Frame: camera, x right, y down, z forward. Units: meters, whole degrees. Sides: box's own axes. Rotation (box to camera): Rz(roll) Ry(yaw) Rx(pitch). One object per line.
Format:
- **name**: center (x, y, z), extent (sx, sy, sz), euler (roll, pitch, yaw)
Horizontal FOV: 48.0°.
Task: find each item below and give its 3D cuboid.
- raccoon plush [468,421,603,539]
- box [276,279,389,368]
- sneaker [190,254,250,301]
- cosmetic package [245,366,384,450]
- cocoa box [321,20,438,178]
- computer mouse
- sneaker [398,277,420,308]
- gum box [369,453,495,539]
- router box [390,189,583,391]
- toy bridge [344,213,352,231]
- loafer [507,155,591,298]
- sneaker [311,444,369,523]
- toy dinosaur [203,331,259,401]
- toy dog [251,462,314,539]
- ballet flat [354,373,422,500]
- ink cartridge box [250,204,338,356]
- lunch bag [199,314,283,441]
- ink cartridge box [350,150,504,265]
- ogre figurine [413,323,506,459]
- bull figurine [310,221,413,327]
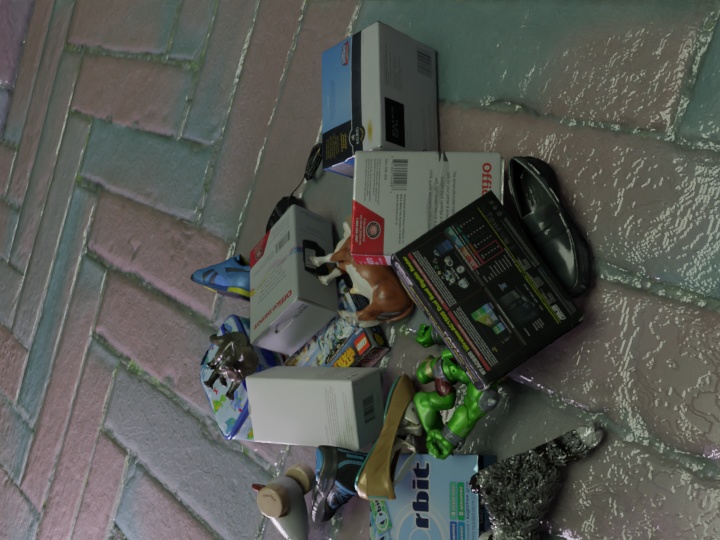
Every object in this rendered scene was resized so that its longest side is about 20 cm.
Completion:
- **raccoon plush**: center (0.217, 0.283, 0.962), extent (0.200, 0.097, 0.134), euler (-39, 63, 35)
- **box**: center (-0.049, 0.131, 1.310), extent (0.200, 0.040, 0.137), euler (-47, 50, 29)
- **sneaker**: center (-0.249, 0.009, 1.539), extent (0.200, 0.066, 0.079), euler (8, 76, 47)
- **cosmetic package**: center (-0.070, 0.206, 1.234), extent (0.199, 0.085, 0.108), euler (-1, 98, 33)
- **cocoa box**: center (0.028, -0.248, 1.240), extent (0.131, 0.133, 0.201), euler (-14, 71, 45)
- **computer mouse**: center (-0.110, -0.136, 1.445), extent (0.200, 0.034, 0.059), euler (-57, 30, 15)
- **sneaker**: center (0.095, -0.032, 1.165), extent (0.090, 0.067, 0.201), euler (-51, 43, 30)
- **gum box**: center (0.096, 0.338, 1.107), extent (0.200, 0.044, 0.171), euler (-12, 72, 44)
- **router box**: center (0.153, 0.025, 0.996), extent (0.150, 0.062, 0.200), euler (-32, 79, -8)
- **toy bridge**: center (0.067, -0.115, 1.181), extent (0.200, 0.027, 0.067), euler (-29, 44, 2)
- **loafer**: center (0.233, -0.057, 1.026), extent (0.068, 0.070, 0.201), euler (-35, 58, 37)
- **sneaker**: center (-0.030, 0.324, 1.199), extent (0.200, 0.082, 0.073), euler (102, 169, -55)
- **toy dinosaur**: center (-0.208, 0.145, 1.331), extent (0.102, 0.077, 0.200), euler (-50, 17, 8)
- **toy dog**: center (-0.124, 0.404, 1.269), extent (0.096, 0.132, 0.201), euler (-5, 77, 36)
- **ballet flat**: center (0.055, 0.235, 1.127), extent (0.063, 0.069, 0.200), euler (8, 50, 22)
- **ink cartridge box**: center (-0.114, 0.018, 1.334), extent (0.146, 0.083, 0.200), euler (-42, 39, 36)
- **lunch bag**: center (-0.207, 0.185, 1.425), extent (0.161, 0.082, 0.200), euler (-57, 40, 24)
- **ink cartridge box**: center (0.092, -0.082, 1.099), extent (0.199, 0.084, 0.145), euler (2, 81, 7)
- **ogre figurine**: center (0.129, 0.139, 1.070), extent (0.120, 0.098, 0.200), euler (-35, 20, 35)
- **bull figurine**: center (0.000, 0.000, 1.241), extent (0.121, 0.065, 0.200), euler (-27, 60, -9)
